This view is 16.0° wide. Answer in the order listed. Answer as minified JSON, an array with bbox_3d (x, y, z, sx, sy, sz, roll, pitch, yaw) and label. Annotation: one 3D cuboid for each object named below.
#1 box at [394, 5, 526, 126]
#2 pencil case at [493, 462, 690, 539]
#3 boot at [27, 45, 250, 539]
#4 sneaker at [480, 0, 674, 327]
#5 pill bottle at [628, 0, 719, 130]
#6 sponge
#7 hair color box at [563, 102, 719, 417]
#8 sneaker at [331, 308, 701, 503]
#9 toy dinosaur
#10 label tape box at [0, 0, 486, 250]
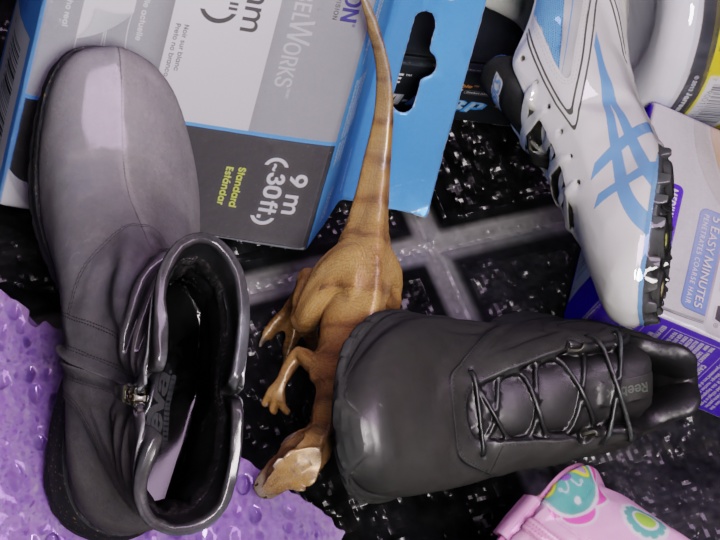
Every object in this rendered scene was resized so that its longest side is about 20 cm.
[{"bbox_3d":[0.024,-0.165,1.194,0.159,0.046,0.200,6,60,-18],"label":"box"},{"bbox_3d":[0.134,0.163,1.002,0.087,0.087,0.200,-32,60,-33],"label":"pencil case"},{"bbox_3d":[-0.074,0.001,0.947,0.070,0.132,0.200,-2,80,-21],"label":"boot"},{"bbox_3d":[0.092,-0.057,1.088,0.072,0.072,0.200,-9,54,-1],"label":"sneaker"},{"bbox_3d":[0.212,-0.117,1.203,0.200,0.112,0.112,3,61,-21],"label":"pill bottle"},{"bbox_3d":[-0.116,0.090,1.004,0.200,0.030,0.112,35,56,-2],"label":"sponge"},{"bbox_3d":[0.198,0.017,1.151,0.200,0.065,0.109,23,57,-10],"label":"hair color box"},{"bbox_3d":[0.064,0.047,1.021,0.200,0.091,0.076,-13,98,-52],"label":"sneaker"},{"bbox_3d":[0.000,0.000,1.043,0.060,0.106,0.200,11,77,-8],"label":"toy dinosaur"},{"bbox_3d":[-0.043,-0.088,1.062,0.200,0.143,0.066,9,25,-16],"label":"label tape box"}]
